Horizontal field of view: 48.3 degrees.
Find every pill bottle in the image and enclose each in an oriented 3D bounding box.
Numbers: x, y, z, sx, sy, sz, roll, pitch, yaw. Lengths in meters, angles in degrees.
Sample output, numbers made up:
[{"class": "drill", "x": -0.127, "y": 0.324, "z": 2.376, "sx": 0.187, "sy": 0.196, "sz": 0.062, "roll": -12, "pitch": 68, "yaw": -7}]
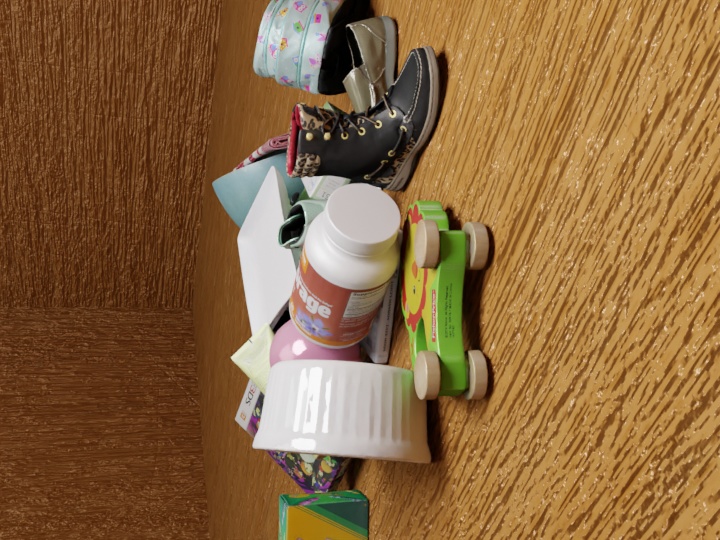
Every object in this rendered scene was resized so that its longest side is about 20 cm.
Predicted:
[{"class": "pill bottle", "x": -0.017, "y": -0.004, "z": 0.944, "sx": 0.201, "sy": 0.111, "sz": 0.113, "roll": 109, "pitch": 155, "yaw": -51}]

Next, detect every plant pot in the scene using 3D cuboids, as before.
[{"class": "plant pot", "x": -0.128, "y": -0.111, "z": 1.324, "sx": 0.200, "sy": 0.199, "sz": 0.136, "roll": 171, "pitch": 80, "yaw": -73}]

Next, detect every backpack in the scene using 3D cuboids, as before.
[{"class": "backpack", "x": -0.066, "y": -0.320, "z": 1.116, "sx": 0.200, "sy": 0.125, "sz": 0.168, "roll": -66, "pitch": -15, "yaw": -57}]

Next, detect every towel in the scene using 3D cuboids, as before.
[{"class": "towel", "x": -0.115, "y": -0.196, "z": 1.292, "sx": 0.200, "sy": 0.143, "sz": 0.023, "roll": -15, "pitch": 97, "yaw": 64}]

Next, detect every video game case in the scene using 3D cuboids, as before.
[{"class": "video game case", "x": 0.000, "y": 0.000, "z": 1.095, "sx": 0.200, "sy": 0.023, "sz": 0.183, "roll": -135, "pitch": 46, "yaw": -58}, {"class": "video game case", "x": -0.090, "y": 0.218, "z": 1.183, "sx": 0.200, "sy": 0.036, "sz": 0.182, "roll": 40, "pitch": 126, "yaw": 23}]

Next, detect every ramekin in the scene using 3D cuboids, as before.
[{"class": "ramekin", "x": -0.017, "y": 0.160, "z": 0.901, "sx": 0.200, "sy": 0.199, "sz": 0.099, "roll": 144, "pitch": 132, "yaw": -69}]

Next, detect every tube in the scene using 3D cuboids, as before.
[{"class": "tube", "x": -0.099, "y": 0.170, "z": 1.122, "sx": 0.200, "sy": 0.058, "sz": 0.052, "roll": 48, "pitch": 149, "yaw": 19}]

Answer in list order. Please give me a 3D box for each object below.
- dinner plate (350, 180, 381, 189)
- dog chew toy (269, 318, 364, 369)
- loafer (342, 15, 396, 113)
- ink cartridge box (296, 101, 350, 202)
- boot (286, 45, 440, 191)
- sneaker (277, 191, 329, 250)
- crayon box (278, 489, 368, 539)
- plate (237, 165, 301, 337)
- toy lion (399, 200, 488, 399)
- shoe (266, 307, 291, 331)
[{"class": "dinner plate", "x": -0.008, "y": -0.128, "z": 1.173, "sx": 0.200, "sy": 0.024, "sz": 0.202, "roll": -178, "pitch": 90, "yaw": -72}, {"class": "dog chew toy", "x": -0.034, "y": 0.152, "z": 1.053, "sx": 0.201, "sy": 0.124, "sz": 0.125, "roll": 57, "pitch": 152, "yaw": 14}, {"class": "loafer", "x": 0.007, "y": -0.232, "z": 1.045, "sx": 0.075, "sy": 0.069, "sz": 0.202, "roll": 157, "pitch": 113, "yaw": -72}, {"class": "ink cartridge box", "x": -0.067, "y": -0.127, "z": 1.155, "sx": 0.201, "sy": 0.048, "sz": 0.146, "roll": -56, "pitch": 28, "yaw": 18}, {"class": "boot", "x": 0.000, "y": -0.173, "z": 0.925, "sx": 0.201, "sy": 0.149, "sz": 0.074, "roll": 113, "pitch": 153, "yaw": -51}, {"class": "sneaker", "x": -0.062, "y": -0.042, "z": 1.055, "sx": 0.201, "sy": 0.117, "sz": 0.074, "roll": 124, "pitch": 136, "yaw": -57}, {"class": "crayon box", "x": -0.054, "y": 0.416, "z": 1.127, "sx": 0.058, "sy": 0.118, "sz": 0.202, "roll": -175, "pitch": 86, "yaw": -73}, {"class": "plate", "x": -0.130, "y": -0.018, "z": 1.184, "sx": 0.200, "sy": 0.032, "sz": 0.201, "roll": 126, "pitch": 137, "yaw": -51}, {"class": "toy lion", "x": 0.074, "y": 0.026, "z": 0.842, "sx": 0.192, "sy": 0.068, "sz": 0.202, "roll": 170, "pitch": 100, "yaw": -80}, {"class": "shoe", "x": -0.130, "y": 0.057, "z": 1.281, "sx": 0.091, "sy": 0.071, "sz": 0.202, "roll": 141, "pitch": 124, "yaw": -65}]
